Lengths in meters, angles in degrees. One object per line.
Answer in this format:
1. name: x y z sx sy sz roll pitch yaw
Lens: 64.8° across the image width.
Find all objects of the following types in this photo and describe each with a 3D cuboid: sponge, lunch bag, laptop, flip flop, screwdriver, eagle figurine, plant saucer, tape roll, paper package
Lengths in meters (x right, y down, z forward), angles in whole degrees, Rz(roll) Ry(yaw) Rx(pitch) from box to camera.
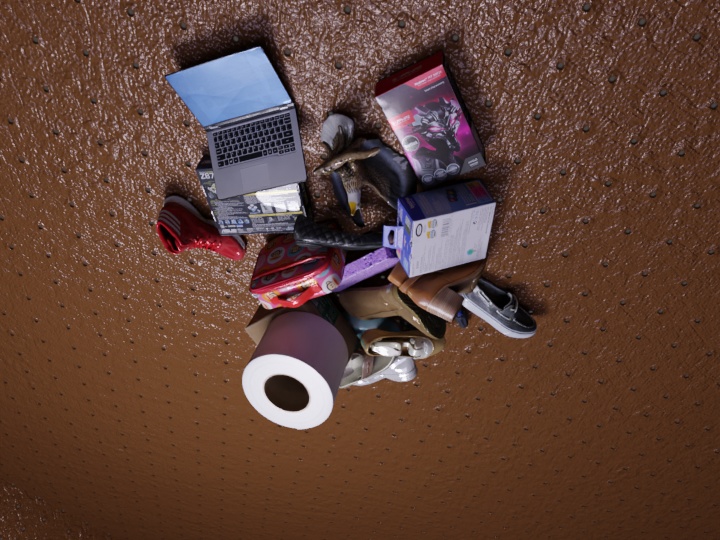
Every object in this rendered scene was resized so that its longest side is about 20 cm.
1. sponge: 0.000 0.000 1.176 0.196 0.031 0.111 -25 170 28
2. lunch bag: -0.125 0.000 1.139 0.195 0.179 0.083 -17 130 23
3. laptop: -0.207 -0.239 0.963 0.182 0.116 0.207 -9 93 18
4. flip flop: 0.002 0.211 1.307 0.197 0.083 0.057 -31 166 19
5. screwdriver: 0.205 0.080 1.226 0.027 0.030 0.200 26 168 31
6. eagle figurine: -0.003 -0.166 1.018 0.150 0.154 0.199 32 -175 28
7. plant saucer: 0.005 0.177 1.386 0.193 0.037 0.204 5 134 5
8. tape roll: -0.134 0.210 1.200 0.196 0.140 0.208 7 123 11
9. paper package: -0.132 0.145 1.305 0.187 0.104 0.202 -25 112 28

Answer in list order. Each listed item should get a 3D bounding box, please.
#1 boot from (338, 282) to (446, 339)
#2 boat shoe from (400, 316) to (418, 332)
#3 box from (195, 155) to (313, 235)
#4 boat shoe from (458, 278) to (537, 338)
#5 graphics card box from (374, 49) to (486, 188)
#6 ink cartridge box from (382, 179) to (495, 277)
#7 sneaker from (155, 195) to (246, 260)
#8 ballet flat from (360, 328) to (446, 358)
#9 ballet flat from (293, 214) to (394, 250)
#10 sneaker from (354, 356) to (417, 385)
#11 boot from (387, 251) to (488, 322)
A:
1. boot: 0.069 0.087 1.227 0.175 0.067 0.198 47 147 -21
2. boat shoe: 0.119 0.124 1.295 0.068 0.067 0.204 3 134 6
3. box: -0.202 -0.146 1.103 0.193 0.050 0.164 -2 135 11
4. boat shoe: 0.306 0.081 1.219 0.196 0.073 0.071 25 137 -12
5. graphics card box: 0.121 -0.245 0.954 0.123 0.052 0.201 -17 129 23
6. ink cartridge box: 0.139 -0.074 1.045 0.194 0.077 0.139 -15 135 -15
7. sneaker: -0.332 -0.054 1.163 0.197 0.117 0.078 32 131 -20
8. ballet flat: 0.097 0.169 1.242 0.193 0.063 0.071 2 113 -6
9. ballet flat: -0.028 -0.069 1.063 0.194 0.059 0.066 4 177 -15
10. sneaker: 0.037 0.217 1.357 0.194 0.076 0.091 -10 111 22
11. boot: 0.158 -0.006 1.121 0.152 0.200 0.075 31 139 16
